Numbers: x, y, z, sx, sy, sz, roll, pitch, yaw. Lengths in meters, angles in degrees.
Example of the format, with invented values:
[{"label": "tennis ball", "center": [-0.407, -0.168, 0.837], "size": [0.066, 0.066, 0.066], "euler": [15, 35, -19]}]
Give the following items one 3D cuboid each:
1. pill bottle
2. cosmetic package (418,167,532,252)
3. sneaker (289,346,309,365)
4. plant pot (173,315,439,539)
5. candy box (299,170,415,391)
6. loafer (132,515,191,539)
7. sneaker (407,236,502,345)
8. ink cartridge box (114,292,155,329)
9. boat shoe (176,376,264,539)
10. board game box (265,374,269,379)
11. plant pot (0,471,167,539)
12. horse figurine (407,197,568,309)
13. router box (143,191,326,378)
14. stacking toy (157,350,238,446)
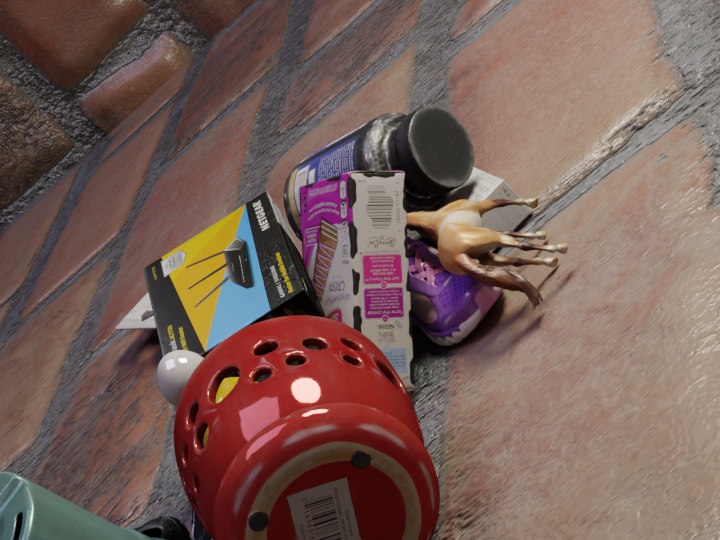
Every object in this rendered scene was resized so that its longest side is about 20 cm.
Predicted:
[{"label": "pill bottle", "center": [0.019, -0.093, 1.683], "size": [0.199, 0.112, 0.112], "euler": [-24, 28, 48]}, {"label": "cosmetic package", "center": [0.101, -0.063, 1.703], "size": [0.083, 0.051, 0.200], "euler": [-47, 18, -2]}, {"label": "sneaker", "center": [-0.066, 0.117, 1.652], "size": [0.093, 0.070, 0.201], "euler": [-6, 46, 55]}, {"label": "plant pot", "center": [-0.037, 0.159, 1.314], "size": [0.200, 0.200, 0.183], "euler": [-45, 26, 2]}, {"label": "candy box", "center": [-0.006, 0.013, 1.558], "size": [0.136, 0.060, 0.202], "euler": [171, 96, -68]}, {"label": "loafer", "center": [-0.252, 0.313, 1.627], "size": [0.200, 0.068, 0.070], "euler": [-43, -21, 4]}, {"label": "sneaker", "center": [0.062, 0.010, 1.574], "size": [0.081, 0.089, 0.200], "euler": [-47, 19, -11]}, {"label": "ink cartridge box", "center": [-0.235, 0.027, 2.259], "size": [0.177, 0.045, 0.200], "euler": [-51, 18, -18]}, {"label": "boat shoe", "center": [-0.143, 0.176, 1.579], "size": [0.072, 0.067, 0.202], "euler": [11, 90, 63]}, {"label": "board game box", "center": [-0.091, 0.083, 1.726], "size": [0.200, 0.037, 0.151], "euler": [-48, -1, 22]}, {"label": "plant pot", "center": [-0.276, 0.286, 1.465], "size": [0.199, 0.196, 0.201], "euler": [-26, 43, 26]}, {"label": "horse figurine", "center": [0.111, -0.027, 1.505], "size": [0.131, 0.050, 0.200], "euler": [-1, 23, -6]}, {"label": "router box", "center": [-0.122, 0.024, 1.570], "size": [0.148, 0.051, 0.200], "euler": [-32, 31, 4]}, {"label": "stacking toy", "center": [-0.107, 0.145, 1.477], "size": [0.146, 0.200, 0.146], "euler": [-40, 18, 16]}]
